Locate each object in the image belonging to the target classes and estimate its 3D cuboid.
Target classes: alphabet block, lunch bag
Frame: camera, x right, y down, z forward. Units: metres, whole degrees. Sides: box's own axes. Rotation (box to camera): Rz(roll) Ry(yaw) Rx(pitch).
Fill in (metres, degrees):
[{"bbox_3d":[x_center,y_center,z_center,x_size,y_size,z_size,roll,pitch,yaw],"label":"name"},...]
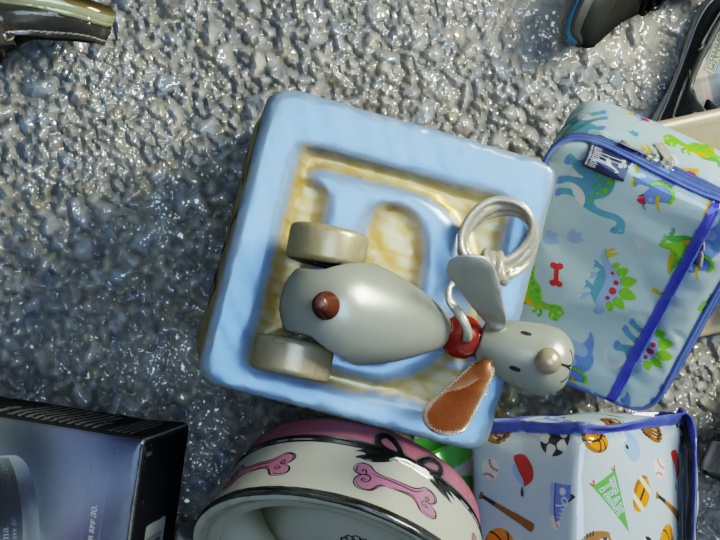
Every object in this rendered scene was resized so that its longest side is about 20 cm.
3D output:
[{"bbox_3d":[0.000,0.000,0.949,0.194,0.200,0.198,17,89,-7],"label":"alphabet block"},{"bbox_3d":[0.183,-0.007,0.976,0.159,0.083,0.201,26,125,4],"label":"lunch bag"},{"bbox_3d":[0.181,0.186,0.995,0.199,0.123,0.173,6,84,-49],"label":"lunch bag"}]

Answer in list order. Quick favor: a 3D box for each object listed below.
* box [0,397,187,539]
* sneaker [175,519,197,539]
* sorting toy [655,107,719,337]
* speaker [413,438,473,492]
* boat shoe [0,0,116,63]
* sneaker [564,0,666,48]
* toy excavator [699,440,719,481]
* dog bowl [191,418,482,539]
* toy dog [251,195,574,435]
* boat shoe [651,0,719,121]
[{"bbox_3d":[-0.238,0.193,0.930,0.196,0.123,0.203,7,89,8],"label":"box"},{"bbox_3d":[-0.062,0.263,1.016,0.199,0.070,0.081,30,101,-4],"label":"sneaker"},{"bbox_3d":[0.265,-0.030,1.033,0.197,0.037,0.187,-11,117,-6],"label":"sorting toy"},{"bbox_3d":[0.069,0.228,1.019,0.087,0.088,0.203,-18,93,-7],"label":"speaker"},{"bbox_3d":[-0.276,-0.175,0.979,0.198,0.072,0.067,7,100,-7],"label":"boat shoe"},{"bbox_3d":[0.237,-0.234,1.038,0.082,0.073,0.200,45,85,4],"label":"sneaker"},{"bbox_3d":[0.372,0.152,1.043,0.198,0.194,0.101,24,87,21],"label":"toy excavator"},{"bbox_3d":[-0.008,0.176,0.912,0.198,0.201,0.074,26,51,-7],"label":"dog bowl"},{"bbox_3d":[0.033,0.029,0.805,0.197,0.096,0.134,-8,92,-7],"label":"toy dog"},{"bbox_3d":[0.270,-0.122,1.051,0.069,0.066,0.202,21,87,-7],"label":"boat shoe"}]
